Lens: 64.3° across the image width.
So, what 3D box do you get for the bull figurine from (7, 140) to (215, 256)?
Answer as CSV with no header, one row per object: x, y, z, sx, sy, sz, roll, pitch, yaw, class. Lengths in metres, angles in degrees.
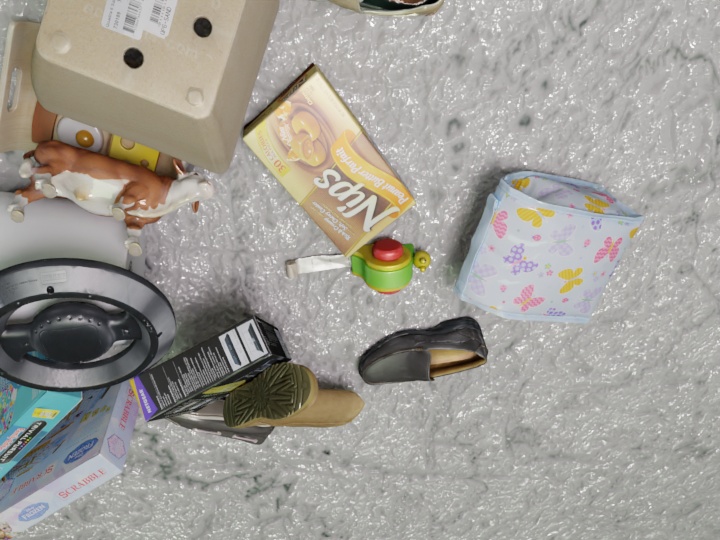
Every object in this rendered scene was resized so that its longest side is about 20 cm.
-0.256,-0.081,0.599,0.195,0.122,0.066,12,123,-7,bull figurine

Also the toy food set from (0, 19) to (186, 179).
-0.286,-0.162,0.630,0.196,0.061,0.146,18,114,-18,toy food set

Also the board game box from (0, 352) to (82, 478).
-0.436,0.154,0.728,0.199,0.152,0.047,-41,139,15,board game box

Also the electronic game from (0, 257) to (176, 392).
-0.288,0.061,0.577,0.195,0.042,0.202,-11,141,-9,electronic game

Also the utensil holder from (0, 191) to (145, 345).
-0.357,-0.001,0.648,0.195,0.171,0.173,4,119,-13,utensil holder

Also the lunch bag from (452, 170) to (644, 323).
0.230,-0.034,0.748,0.195,0.128,0.173,2,121,-21,lunch bag

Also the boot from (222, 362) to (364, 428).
-0.064,0.177,0.787,0.173,0.068,0.198,-21,155,36,boot

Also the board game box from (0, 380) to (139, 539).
-0.377,0.218,0.747,0.197,0.201,0.041,-31,120,10,board game box

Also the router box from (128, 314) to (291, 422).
-0.175,0.124,0.722,0.155,0.200,0.053,-28,81,-6,router box

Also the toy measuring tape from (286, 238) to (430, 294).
0.000,0.000,0.760,0.195,0.074,0.075,-7,120,-6,toy measuring tape

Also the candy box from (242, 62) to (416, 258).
-0.035,-0.126,0.692,0.115,0.056,0.200,-36,119,11,candy box

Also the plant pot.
-0.181,-0.215,0.516,0.196,0.177,0.204,18,94,-19,plant pot

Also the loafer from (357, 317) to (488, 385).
0.091,0.130,0.845,0.196,0.073,0.074,-21,121,4,loafer

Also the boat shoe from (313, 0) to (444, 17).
-0.005,-0.307,0.589,0.195,0.069,0.076,4,119,-11,boat shoe

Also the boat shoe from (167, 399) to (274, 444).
-0.222,0.220,0.850,0.196,0.067,0.058,17,111,-21,boat shoe
